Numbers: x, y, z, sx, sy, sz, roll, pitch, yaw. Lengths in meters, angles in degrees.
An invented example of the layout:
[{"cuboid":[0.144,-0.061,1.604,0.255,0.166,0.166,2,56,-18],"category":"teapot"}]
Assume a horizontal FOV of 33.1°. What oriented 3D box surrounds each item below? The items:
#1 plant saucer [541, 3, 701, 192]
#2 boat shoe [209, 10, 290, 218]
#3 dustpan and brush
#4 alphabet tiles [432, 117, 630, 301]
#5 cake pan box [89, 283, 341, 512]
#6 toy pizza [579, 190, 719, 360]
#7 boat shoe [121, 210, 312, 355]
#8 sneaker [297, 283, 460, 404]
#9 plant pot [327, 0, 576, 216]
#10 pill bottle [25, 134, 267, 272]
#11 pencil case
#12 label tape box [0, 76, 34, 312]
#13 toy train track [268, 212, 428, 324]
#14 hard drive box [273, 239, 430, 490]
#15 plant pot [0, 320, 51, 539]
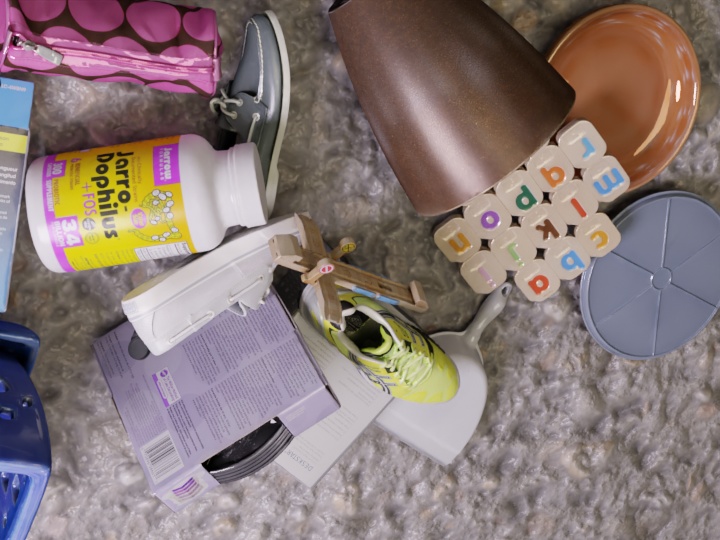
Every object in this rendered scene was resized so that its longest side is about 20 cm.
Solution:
[{"cuboid":[0.260,-0.178,1.261,0.198,0.037,0.202,-8,113,-19],"category":"plant saucer"},{"cuboid":[-0.107,-0.138,1.117,0.061,0.073,0.202,-4,117,-23],"category":"boat shoe"},{"cuboid":[0.105,0.099,1.310,0.139,0.057,0.200,34,103,-30],"category":"dustpan and brush"},{"cuboid":[0.176,-0.065,1.254,0.199,0.015,0.196,-38,117,10],"category":"alphabet tiles"},{"cuboid":[-0.135,0.098,1.122,0.183,0.200,0.052,-34,142,-1],"category":"cake pan box"},{"cuboid":[0.330,0.004,1.363,0.198,0.032,0.202,-8,113,-19],"category":"toy pizza"},{"cuboid":[-0.118,0.010,1.099,0.199,0.072,0.069,-33,104,-35],"category":"boat shoe"},{"cuboid":[0.023,0.080,1.164,0.199,0.076,0.076,34,95,-29],"category":"sneaker"},{"cuboid":[0.066,-0.187,1.117,0.187,0.187,0.200,-40,107,-1],"category":"plant pot"},{"cuboid":[-0.185,-0.063,1.072,0.198,0.104,0.105,-9,115,0],"category":"pill bottle"},{"cuboid":[-0.213,-0.195,1.041,0.198,0.094,0.092,2,107,-23],"category":"pencil case"},{"cuboid":[-0.367,-0.073,1.043,0.142,0.066,0.202,7,91,-23],"category":"label tape box"},{"cuboid":[0.000,0.000,1.104,0.032,0.115,0.199,-37,143,29],"category":"toy train track"},{"cuboid":[-0.046,0.095,1.230,0.200,0.077,0.156,-47,119,1],"category":"hard drive box"},{"cuboid":[-0.382,0.145,1.043,0.198,0.181,0.201,11,133,-23],"category":"plant pot"}]
